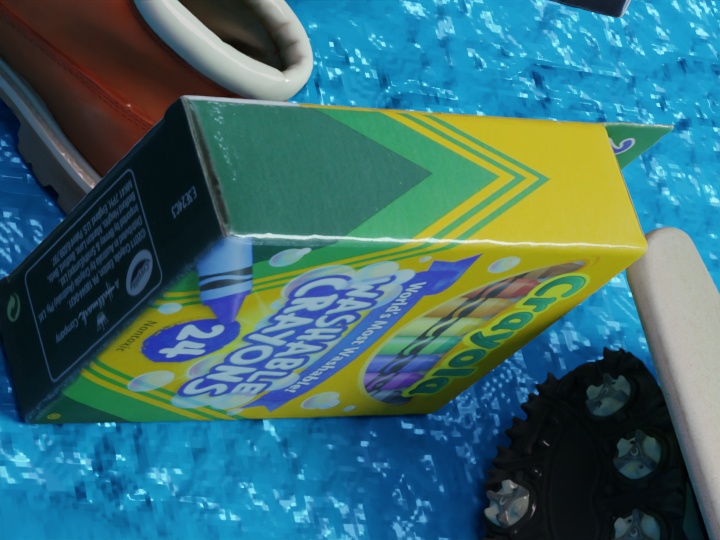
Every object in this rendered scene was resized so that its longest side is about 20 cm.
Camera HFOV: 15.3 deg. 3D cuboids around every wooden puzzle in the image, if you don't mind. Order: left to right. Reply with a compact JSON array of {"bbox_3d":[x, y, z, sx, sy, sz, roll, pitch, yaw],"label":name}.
[{"bbox_3d":[0.144,0.098,0.927,0.200,0.037,0.186,40,31,-62],"label":"wooden puzzle"}]

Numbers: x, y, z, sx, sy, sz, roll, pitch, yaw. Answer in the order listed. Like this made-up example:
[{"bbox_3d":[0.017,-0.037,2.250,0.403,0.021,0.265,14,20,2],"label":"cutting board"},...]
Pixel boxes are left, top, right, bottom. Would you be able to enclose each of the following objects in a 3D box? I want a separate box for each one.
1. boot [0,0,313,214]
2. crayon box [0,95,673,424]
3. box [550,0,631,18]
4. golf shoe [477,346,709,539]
[{"bbox_3d":[-0.100,-0.108,0.873,0.200,0.107,0.075,45,47,-1],"label":"boot"},{"bbox_3d":[0.000,0.000,0.862,0.199,0.126,0.052,0,62,-38],"label":"crayon box"},{"bbox_3d":[-0.010,-0.194,0.927,0.199,0.124,0.197,11,22,-33],"label":"box"},{"bbox_3d":[0.094,0.124,0.907,0.088,0.077,0.201,41,35,-47],"label":"golf shoe"}]
